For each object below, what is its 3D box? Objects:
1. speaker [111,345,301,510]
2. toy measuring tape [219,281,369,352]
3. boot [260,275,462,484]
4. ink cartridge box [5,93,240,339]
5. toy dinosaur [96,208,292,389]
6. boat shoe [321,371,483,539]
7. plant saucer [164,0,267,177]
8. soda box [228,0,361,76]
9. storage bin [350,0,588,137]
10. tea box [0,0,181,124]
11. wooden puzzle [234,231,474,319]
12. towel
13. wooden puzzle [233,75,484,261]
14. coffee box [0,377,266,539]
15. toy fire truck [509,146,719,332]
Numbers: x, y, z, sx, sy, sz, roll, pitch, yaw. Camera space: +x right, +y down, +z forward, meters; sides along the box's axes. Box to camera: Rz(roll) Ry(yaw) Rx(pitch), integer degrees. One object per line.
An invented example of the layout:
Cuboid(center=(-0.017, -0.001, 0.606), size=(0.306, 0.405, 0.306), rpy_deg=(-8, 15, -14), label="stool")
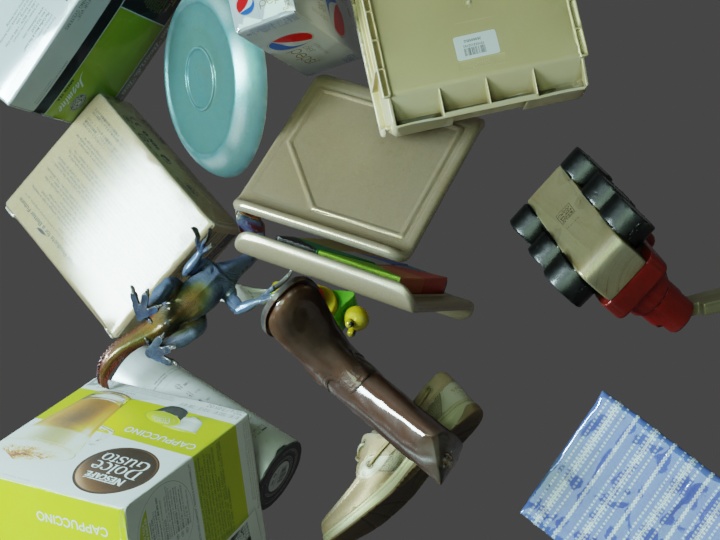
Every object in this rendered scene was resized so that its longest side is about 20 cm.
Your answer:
Cuboid(center=(-0.161, 0.157, 1.605), size=(0.199, 0.081, 0.082), rpy_deg=(30, 96, 20), label="speaker")
Cuboid(center=(-0.086, 0.047, 1.588), size=(0.198, 0.073, 0.075), rpy_deg=(4, 87, 22), label="toy measuring tape")
Cuboid(center=(0.008, 0.104, 1.434), size=(0.064, 0.187, 0.200), rpy_deg=(-46, 65, -4), label="boot")
Cuboid(center=(-0.248, -0.055, 1.658), size=(0.165, 0.075, 0.200), rpy_deg=(-46, 73, 13), label="ink cartridge box")
Cuboid(center=(-0.165, 0.009, 1.573), size=(0.198, 0.182, 0.106), rpy_deg=(-21, 104, 32), label="toy dinosaur")
Cuboid(center=(0.030, 0.185, 1.539), size=(0.200, 0.071, 0.065), rpy_deg=(-44, 68, 2), label="boat shoe")
Cuboid(center=(-0.152, -0.193, 1.593), size=(0.199, 0.027, 0.203), rpy_deg=(19, 113, 55), label="plant saucer")
Cuboid(center=(-0.063, -0.247, 1.533), size=(0.063, 0.200, 0.069), rpy_deg=(-17, 80, 15), label="soda box")
Cuboid(center=(0.099, -0.239, 1.493), size=(0.197, 0.094, 0.201), rpy_deg=(-12, 82, -4), label="storage bin")
Cuboid(center=(-0.298, -0.272, 1.627), size=(0.133, 0.196, 0.201), rpy_deg=(40, 99, 18), label="tea box")
Cuboid(center=(0.000, 0.000, 1.490), size=(0.183, 0.200, 0.038), rpy_deg=(19, 92, 21), label="wooden puzzle")
Cuboid(center=(0.262, 0.229, 1.467), size=(0.199, 0.024, 0.146), rpy_deg=(37, 98, 19), label="towel")
Cuboid(center=(0.001, -0.098, 1.527), size=(0.183, 0.037, 0.201), rpy_deg=(18, 54, 21), label="wooden puzzle")
Cuboid(center=(-0.226, 0.248, 1.512), size=(0.198, 0.197, 0.202), rpy_deg=(8, 115, 31), label="coffee box")
Cuboid(center=(0.260, -0.009, 1.436), size=(0.199, 0.176, 0.129), rpy_deg=(38, 102, -23), label="toy fire truck")
